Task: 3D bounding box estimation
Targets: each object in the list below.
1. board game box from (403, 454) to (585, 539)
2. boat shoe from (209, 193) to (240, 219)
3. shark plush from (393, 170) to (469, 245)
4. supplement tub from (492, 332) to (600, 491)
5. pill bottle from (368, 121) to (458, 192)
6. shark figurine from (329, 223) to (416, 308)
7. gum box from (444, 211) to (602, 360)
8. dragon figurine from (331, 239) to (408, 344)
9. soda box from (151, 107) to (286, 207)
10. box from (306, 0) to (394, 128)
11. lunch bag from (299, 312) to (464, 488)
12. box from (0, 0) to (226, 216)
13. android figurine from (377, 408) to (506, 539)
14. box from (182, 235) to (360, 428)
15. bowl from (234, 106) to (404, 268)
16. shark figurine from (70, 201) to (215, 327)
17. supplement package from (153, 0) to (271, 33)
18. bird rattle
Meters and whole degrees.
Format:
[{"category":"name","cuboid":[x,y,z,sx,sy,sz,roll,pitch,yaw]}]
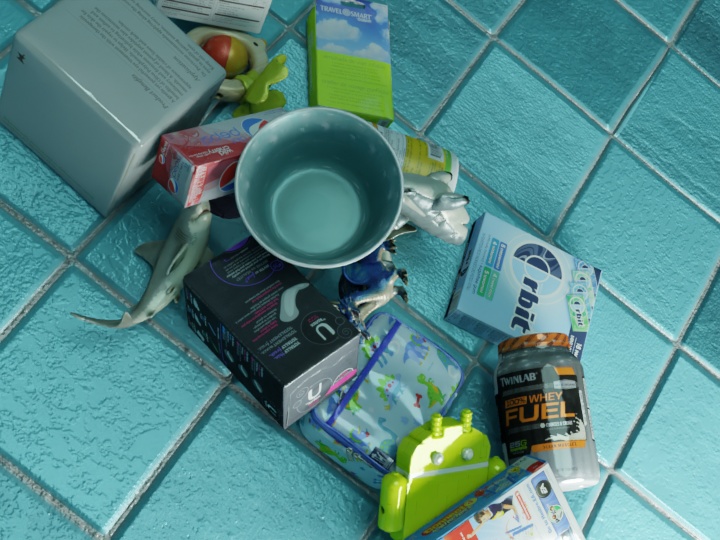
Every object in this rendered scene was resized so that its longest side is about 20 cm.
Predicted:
[{"category":"board game box","cuboid":[0.180,0.361,1.396,0.196,0.056,0.200,-30,102,-17]},{"category":"boat shoe","cuboid":[-0.127,-0.108,1.520,0.199,0.093,0.075,16,36,-10]},{"category":"shark plush","cuboid":[0.056,-0.080,1.500,0.200,0.083,0.091,2,29,-29]},{"category":"supplement tub","cuboid":[0.242,0.189,1.515,0.122,0.123,0.201,0,73,-23]},{"category":"pill bottle","cuboid":[0.025,-0.142,1.592,0.200,0.111,0.111,18,61,-14]},{"category":"shark figurine","cuboid":[0.013,0.013,1.533,0.128,0.090,0.215,-2,46,1]},{"category":"gum box","cuboid":[0.235,0.034,1.639,0.200,0.045,0.170,27,60,-11]},{"category":"dragon figurine","cuboid":[0.001,0.004,1.440,0.099,0.059,0.200,-10,45,-8]},{"category":"soda box","cuboid":[-0.155,-0.143,1.416,0.070,0.064,0.200,42,40,24]},{"category":"box","cuboid":[-0.016,-0.306,1.687,0.122,0.048,0.201,8,64,-21]},{"category":"lunch bag","cuboid":[0.026,0.163,1.472,0.161,0.082,0.200,38,57,1]},{"category":"box","cuboid":[-0.314,-0.218,1.433,0.199,0.200,0.171,42,56,-1]},{"category":"android figurine","cuboid":[0.101,0.266,1.413,0.182,0.041,0.201,0,104,-32]},{"category":"box","cuboid":[-0.109,0.071,1.402,0.122,0.106,0.200,-34,62,-25]},{"category":"bowl","cuboid":[-0.051,-0.084,1.390,0.200,0.105,0.201,1,73,-4]},{"category":"shark figurine","cuboid":[-0.260,0.002,1.433,0.089,0.128,0.215,27,69,20]},{"category":"supplement package","cuboid":[-0.206,-0.452,1.614,0.155,0.111,0.200,6,53,-20]},{"category":"bird rattle","cuboid":[-0.198,-0.273,1.589,0.199,0.113,0.163,6,52,-7]}]
